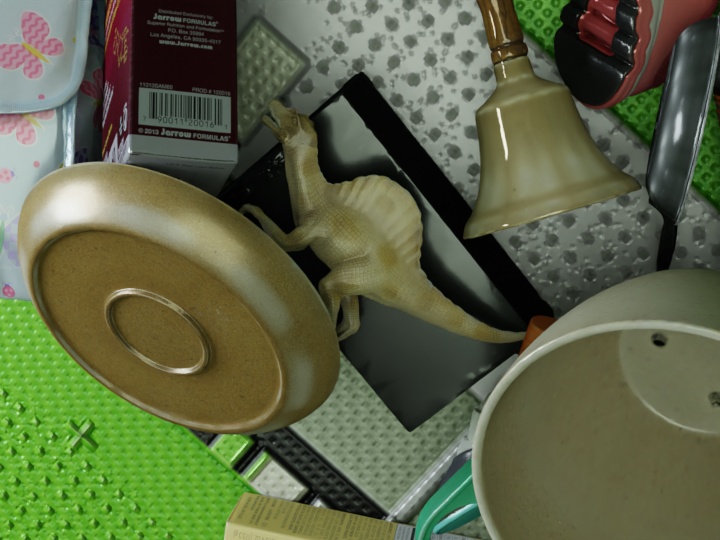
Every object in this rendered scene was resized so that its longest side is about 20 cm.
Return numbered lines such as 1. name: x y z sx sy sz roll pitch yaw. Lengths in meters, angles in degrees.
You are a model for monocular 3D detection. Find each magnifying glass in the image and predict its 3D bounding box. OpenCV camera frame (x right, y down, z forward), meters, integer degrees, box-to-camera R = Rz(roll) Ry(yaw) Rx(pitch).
1. magnifying glass: 0.085 0.117 0.796 0.078 0.022 0.202 11 117 -5

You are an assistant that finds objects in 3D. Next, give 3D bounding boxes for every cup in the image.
1. cup: 0.172 0.079 0.706 0.198 0.143 0.203 10 121 18

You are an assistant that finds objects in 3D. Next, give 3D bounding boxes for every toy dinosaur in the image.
1. toy dinosaur: 0.000 0.000 0.742 0.101 0.058 0.200 -43 97 16

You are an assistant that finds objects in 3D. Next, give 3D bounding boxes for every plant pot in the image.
1. plant pot: -0.106 0.027 0.735 0.198 0.028 0.202 17 139 15

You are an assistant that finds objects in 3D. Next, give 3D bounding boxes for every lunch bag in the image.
1. lunch bag: -0.241 -0.092 0.816 0.167 0.127 0.203 6 101 0

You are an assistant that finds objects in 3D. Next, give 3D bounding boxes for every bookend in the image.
1. bookend: -0.015 0.022 0.830 0.198 0.092 0.200 -39 97 16

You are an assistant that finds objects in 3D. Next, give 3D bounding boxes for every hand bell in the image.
1. hand bell: 0.080 -0.128 0.751 0.103 0.104 0.203 -16 91 11

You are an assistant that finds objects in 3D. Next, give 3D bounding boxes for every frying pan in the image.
1. frying pan: 0.180 -0.073 0.765 0.030 0.190 0.117 12 77 8

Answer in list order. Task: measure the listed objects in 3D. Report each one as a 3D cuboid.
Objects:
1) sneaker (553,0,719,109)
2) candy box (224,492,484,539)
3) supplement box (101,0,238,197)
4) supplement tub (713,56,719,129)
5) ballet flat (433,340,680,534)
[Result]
1. sneaker: 0.174 -0.189 0.751 0.074 0.086 0.202 43 129 36
2. candy box: 0.004 0.229 0.896 0.197 0.056 0.118 11 104 6
3. supplement box: -0.108 -0.137 0.747 0.060 0.109 0.203 4 72 -18
4. supplement tub: 0.266 -0.067 0.754 0.121 0.123 0.203 -11 103 10
5. ballet flat: 0.118 0.097 0.849 0.199 0.073 0.074 -30 98 20
